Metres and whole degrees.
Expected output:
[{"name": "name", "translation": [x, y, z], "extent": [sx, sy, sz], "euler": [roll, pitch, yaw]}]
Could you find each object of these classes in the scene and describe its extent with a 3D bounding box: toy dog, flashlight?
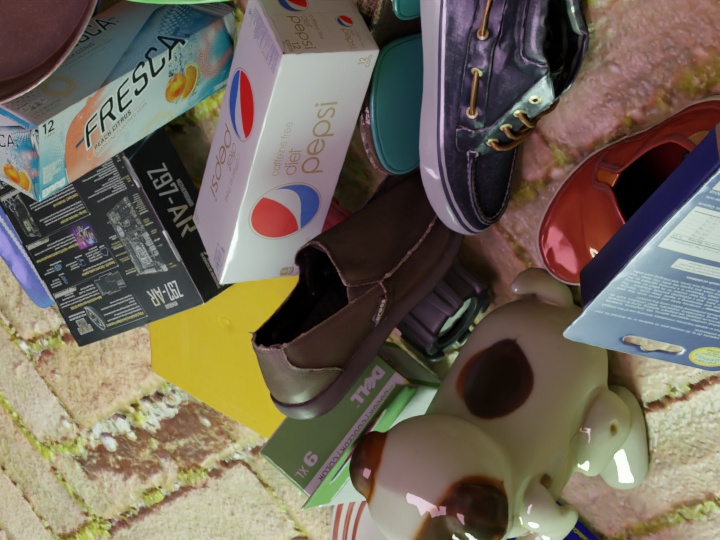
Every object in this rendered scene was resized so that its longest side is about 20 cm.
[{"name": "toy dog", "translation": [0.087, 0.116, 1.286], "extent": [0.139, 0.200, 0.195], "euler": [30, 136, 24]}, {"name": "flashlight", "translation": [-0.003, -0.023, 1.380], "extent": [0.200, 0.068, 0.068], "euler": [41, 173, 19]}]

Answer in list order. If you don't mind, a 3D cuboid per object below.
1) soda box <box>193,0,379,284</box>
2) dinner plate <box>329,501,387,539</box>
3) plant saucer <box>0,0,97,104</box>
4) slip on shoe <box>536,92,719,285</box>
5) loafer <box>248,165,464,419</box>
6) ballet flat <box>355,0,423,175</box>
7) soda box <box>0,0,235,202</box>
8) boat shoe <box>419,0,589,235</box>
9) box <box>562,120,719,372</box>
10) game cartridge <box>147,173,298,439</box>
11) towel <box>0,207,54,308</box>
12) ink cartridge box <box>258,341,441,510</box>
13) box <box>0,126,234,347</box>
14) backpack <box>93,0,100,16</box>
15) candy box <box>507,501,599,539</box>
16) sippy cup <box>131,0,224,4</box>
[{"name": "soda box", "translation": [-0.051, -0.084, 1.283], "extent": [0.201, 0.068, 0.064], "euler": [109, 146, -43]}, {"name": "dinner plate", "translation": [0.019, 0.242, 1.519], "extent": [0.200, 0.024, 0.202], "euler": [178, 90, -67]}, {"name": "plant saucer", "translation": [-0.243, -0.202, 1.273], "extent": [0.198, 0.034, 0.202], "euler": [0, 90, 20]}, {"name": "slip on shoe", "translation": [0.165, -0.042, 1.203], "extent": [0.074, 0.061, 0.200], "euler": [52, 142, -2]}, {"name": "loafer", "translation": [0.000, 0.000, 1.283], "extent": [0.073, 0.201, 0.071], "euler": [14, 153, 43]}, {"name": "ballet flat", "translation": [0.020, -0.162, 1.262], "extent": [0.075, 0.067, 0.202], "euler": [43, 139, 45]}, {"name": "soda box", "translation": [-0.172, -0.126, 1.356], "extent": [0.068, 0.200, 0.064], "euler": [28, 134, 26]}, {"name": "boat shoe", "translation": [0.089, -0.101, 1.224], "extent": [0.090, 0.071, 0.202], "euler": [18, 130, 32]}, {"name": "box", "translation": [0.209, -0.010, 1.151], "extent": [0.120, 0.033, 0.200], "euler": [12, 143, -20]}, {"name": "game cartridge", "translation": [-0.093, 0.034, 1.537], "extent": [0.175, 0.032, 0.201], "euler": [27, 137, 27]}, {"name": "towel", "translation": [-0.256, -0.053, 1.632], "extent": [0.199, 0.024, 0.145], "euler": [-27, 99, 50]}, {"name": "ink cartridge box", "translation": [-0.007, 0.102, 1.357], "extent": [0.059, 0.200, 0.104], "euler": [39, 95, 12]}, {"name": "box", "translation": [-0.192, -0.035, 1.521], "extent": [0.199, 0.043, 0.161], "euler": [-19, 102, 53]}, {"name": "backpack", "translation": [-0.266, -0.217, 1.403], "extent": [0.134, 0.182, 0.201], "euler": [40, 119, 36]}, {"name": "candy box", "translation": [0.134, 0.280, 1.458], "extent": [0.169, 0.077, 0.201], "euler": [42, 141, 15]}, {"name": "sippy cup", "translation": [-0.105, -0.248, 1.266], "extent": [0.176, 0.139, 0.132], "euler": [9, 114, 29]}]
